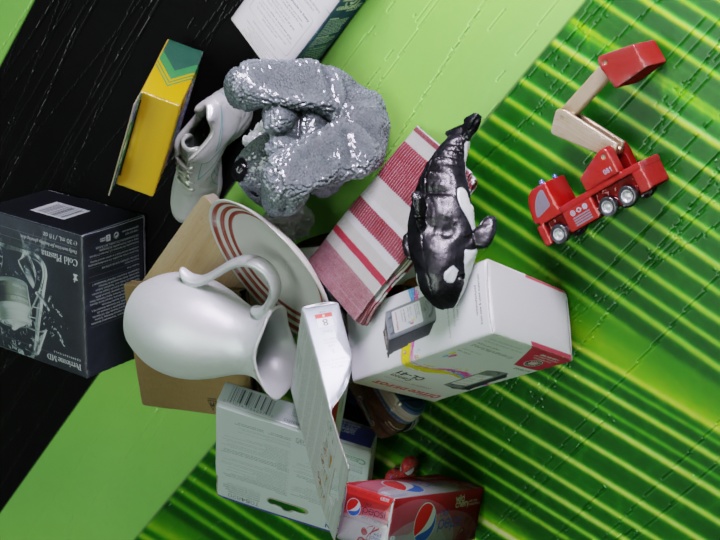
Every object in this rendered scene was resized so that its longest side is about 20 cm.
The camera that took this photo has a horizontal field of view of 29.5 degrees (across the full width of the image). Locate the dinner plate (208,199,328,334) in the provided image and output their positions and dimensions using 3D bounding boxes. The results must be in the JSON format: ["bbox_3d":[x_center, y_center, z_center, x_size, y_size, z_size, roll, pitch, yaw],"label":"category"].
[{"bbox_3d":[-0.097,-0.004,1.547,0.199,0.024,0.201,37,154,22],"label":"dinner plate"}]

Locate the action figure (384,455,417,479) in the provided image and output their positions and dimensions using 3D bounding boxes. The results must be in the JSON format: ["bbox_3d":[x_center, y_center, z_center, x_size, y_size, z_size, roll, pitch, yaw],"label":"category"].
[{"bbox_3d":[0.024,0.315,1.640,0.065,0.099,0.202,28,116,27],"label":"action figure"}]

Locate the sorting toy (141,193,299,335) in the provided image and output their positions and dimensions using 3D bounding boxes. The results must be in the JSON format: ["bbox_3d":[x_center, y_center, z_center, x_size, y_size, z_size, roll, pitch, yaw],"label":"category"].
[{"bbox_3d":[-0.163,0.037,1.715,0.200,0.069,0.200,52,127,14],"label":"sorting toy"}]

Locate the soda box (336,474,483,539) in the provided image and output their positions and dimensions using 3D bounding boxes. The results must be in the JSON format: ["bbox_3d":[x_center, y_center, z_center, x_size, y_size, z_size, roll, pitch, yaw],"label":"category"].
[{"bbox_3d":[0.059,0.269,1.527,0.069,0.199,0.064,11,92,33],"label":"soda box"}]

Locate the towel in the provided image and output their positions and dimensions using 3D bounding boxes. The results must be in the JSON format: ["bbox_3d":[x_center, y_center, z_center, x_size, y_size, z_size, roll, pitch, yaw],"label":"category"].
[{"bbox_3d":[0.032,-0.050,1.485,0.201,0.023,0.144,-51,37,6],"label":"towel"}]

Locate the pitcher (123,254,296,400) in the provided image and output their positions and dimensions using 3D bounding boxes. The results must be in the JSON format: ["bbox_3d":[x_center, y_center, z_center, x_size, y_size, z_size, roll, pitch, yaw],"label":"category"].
[{"bbox_3d":[-0.173,0.049,1.578,0.197,0.121,0.174,12,118,25],"label":"pitcher"}]

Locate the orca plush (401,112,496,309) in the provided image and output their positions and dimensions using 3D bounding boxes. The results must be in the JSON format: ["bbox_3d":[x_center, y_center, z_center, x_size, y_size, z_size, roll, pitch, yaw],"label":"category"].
[{"bbox_3d":[0.083,-0.068,1.376,0.104,0.071,0.203,12,77,35],"label":"orca plush"}]

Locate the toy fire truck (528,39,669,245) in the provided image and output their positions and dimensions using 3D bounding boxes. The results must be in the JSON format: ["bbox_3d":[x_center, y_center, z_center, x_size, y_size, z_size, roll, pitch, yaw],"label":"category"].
[{"bbox_3d":[0.237,-0.126,1.380,0.199,0.048,0.142,-31,84,39],"label":"toy fire truck"}]

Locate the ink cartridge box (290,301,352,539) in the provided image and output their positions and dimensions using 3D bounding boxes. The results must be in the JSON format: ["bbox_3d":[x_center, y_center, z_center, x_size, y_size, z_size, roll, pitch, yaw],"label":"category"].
[{"bbox_3d":[-0.027,0.161,1.469,0.163,0.049,0.202,101,155,-52],"label":"ink cartridge box"}]

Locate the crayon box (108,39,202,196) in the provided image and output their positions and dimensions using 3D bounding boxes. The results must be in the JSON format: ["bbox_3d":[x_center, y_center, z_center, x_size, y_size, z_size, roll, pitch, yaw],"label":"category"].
[{"bbox_3d":[-0.243,-0.178,1.637,0.051,0.201,0.127,19,120,-6],"label":"crayon box"}]

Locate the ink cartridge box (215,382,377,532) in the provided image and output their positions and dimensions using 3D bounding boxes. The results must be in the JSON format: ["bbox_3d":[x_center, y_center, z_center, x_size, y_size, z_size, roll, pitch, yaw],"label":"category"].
[{"bbox_3d":[-0.081,0.234,1.666,0.197,0.041,0.201,17,139,7],"label":"ink cartridge box"}]

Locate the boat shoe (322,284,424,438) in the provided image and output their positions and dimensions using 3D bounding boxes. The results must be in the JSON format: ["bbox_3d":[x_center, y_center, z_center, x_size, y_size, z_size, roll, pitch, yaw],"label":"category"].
[{"bbox_3d":[-0.005,0.102,1.577,0.072,0.072,0.201,-44,59,26],"label":"boat shoe"}]

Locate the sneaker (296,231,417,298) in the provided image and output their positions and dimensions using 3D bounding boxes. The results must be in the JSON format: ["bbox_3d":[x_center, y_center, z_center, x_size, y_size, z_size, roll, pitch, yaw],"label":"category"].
[{"bbox_3d":[0.000,0.000,1.579,0.198,0.072,0.086,2,111,40],"label":"sneaker"}]

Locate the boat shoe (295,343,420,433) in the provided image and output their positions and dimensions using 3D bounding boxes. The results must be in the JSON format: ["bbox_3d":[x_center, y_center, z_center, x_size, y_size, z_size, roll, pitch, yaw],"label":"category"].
[{"bbox_3d":[-0.022,0.145,1.642,0.198,0.066,0.071,28,118,27],"label":"boat shoe"}]

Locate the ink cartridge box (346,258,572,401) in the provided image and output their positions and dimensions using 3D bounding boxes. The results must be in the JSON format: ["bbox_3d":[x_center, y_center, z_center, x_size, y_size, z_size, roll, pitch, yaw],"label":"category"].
[{"bbox_3d":[0.105,0.069,1.464,0.199,0.147,0.087,-24,62,39],"label":"ink cartridge box"}]

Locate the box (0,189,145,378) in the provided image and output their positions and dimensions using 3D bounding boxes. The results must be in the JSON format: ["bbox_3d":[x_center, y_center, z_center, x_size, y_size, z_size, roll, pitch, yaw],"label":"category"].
[{"bbox_3d":[-0.398,0.014,1.854,0.198,0.123,0.200,14,113,33],"label":"box"}]

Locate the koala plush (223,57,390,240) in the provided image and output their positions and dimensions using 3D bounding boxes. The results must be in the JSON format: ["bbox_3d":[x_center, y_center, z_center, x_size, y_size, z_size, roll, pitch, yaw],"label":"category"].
[{"bbox_3d":[-0.076,-0.129,1.566,0.200,0.182,0.179,-44,63,56],"label":"koala plush"}]

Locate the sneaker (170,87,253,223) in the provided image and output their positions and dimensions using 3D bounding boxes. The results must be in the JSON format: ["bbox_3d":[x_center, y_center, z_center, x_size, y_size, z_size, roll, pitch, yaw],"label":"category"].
[{"bbox_3d":[-0.204,-0.141,1.689,0.070,0.080,0.202,39,124,19],"label":"sneaker"}]

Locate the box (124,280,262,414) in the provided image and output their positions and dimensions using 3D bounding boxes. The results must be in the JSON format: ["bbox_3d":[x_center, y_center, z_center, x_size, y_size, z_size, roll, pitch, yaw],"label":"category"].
[{"bbox_3d":[-0.209,0.097,1.708,0.198,0.021,0.166,3,105,37],"label":"box"}]

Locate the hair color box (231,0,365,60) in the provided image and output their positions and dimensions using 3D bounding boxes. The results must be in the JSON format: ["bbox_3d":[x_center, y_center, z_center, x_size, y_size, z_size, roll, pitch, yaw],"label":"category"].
[{"bbox_3d":[-0.052,-0.317,1.534,0.100,0.060,0.200,53,127,12],"label":"hair color box"}]
